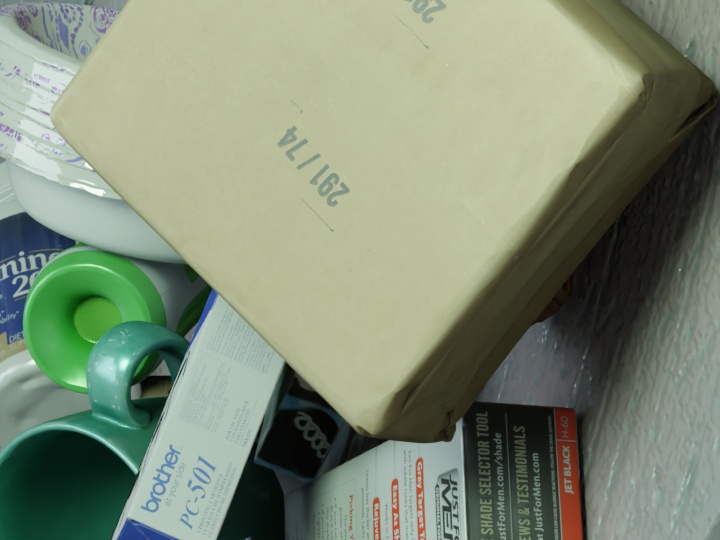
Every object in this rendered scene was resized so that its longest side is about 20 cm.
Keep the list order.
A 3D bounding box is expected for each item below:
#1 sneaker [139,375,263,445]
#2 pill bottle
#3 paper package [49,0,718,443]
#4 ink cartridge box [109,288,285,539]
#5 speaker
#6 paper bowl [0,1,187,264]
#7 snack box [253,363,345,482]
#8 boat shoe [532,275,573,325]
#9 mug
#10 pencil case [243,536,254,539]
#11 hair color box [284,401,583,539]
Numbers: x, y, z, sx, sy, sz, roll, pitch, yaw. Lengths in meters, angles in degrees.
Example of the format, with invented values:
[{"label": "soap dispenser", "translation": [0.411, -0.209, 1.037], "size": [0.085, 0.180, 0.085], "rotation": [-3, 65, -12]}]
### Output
[{"label": "sneaker", "translation": [-0.093, 0.102, 1.365], "size": [0.200, 0.075, 0.071], "rotation": [112, 172, -85]}, {"label": "pill bottle", "translation": [-0.216, 0.020, 1.606], "size": [0.111, 0.110, 0.201], "rotation": [119, 148, -41]}, {"label": "paper package", "translation": [0.009, -0.065, 0.951], "size": [0.200, 0.103, 0.191], "rotation": [43, 104, 19]}, {"label": "ink cartridge box", "translation": [-0.065, 0.053, 1.105], "size": [0.094, 0.044, 0.201], "rotation": [121, 171, -60]}, {"label": "speaker", "translation": [-0.129, 0.009, 1.344], "size": [0.200, 0.088, 0.089], "rotation": [-53, -23, -74]}, {"label": "paper bowl", "translation": [-0.114, -0.071, 1.285], "size": [0.201, 0.200, 0.105], "rotation": [-137, 59, -62]}, {"label": "snack box", "translation": [0.000, 0.000, 1.147], "size": [0.200, 0.037, 0.117], "rotation": [116, 170, -47]}, {"label": "boat shoe", "translation": [0.069, -0.062, 1.045], "size": [0.067, 0.072, 0.201], "rotation": [-13, 59, 30]}, {"label": "mug", "translation": [-0.101, 0.132, 1.204], "size": [0.152, 0.114, 0.185], "rotation": [51, 125, 21]}, {"label": "pencil case", "translation": [-0.021, 0.221, 1.042], "size": [0.086, 0.083, 0.201], "rotation": [10, 123, 53]}, {"label": "hair color box", "translation": [0.029, 0.132, 1.073], "size": [0.200, 0.061, 0.102], "rotation": [146, 126, -61]}]
